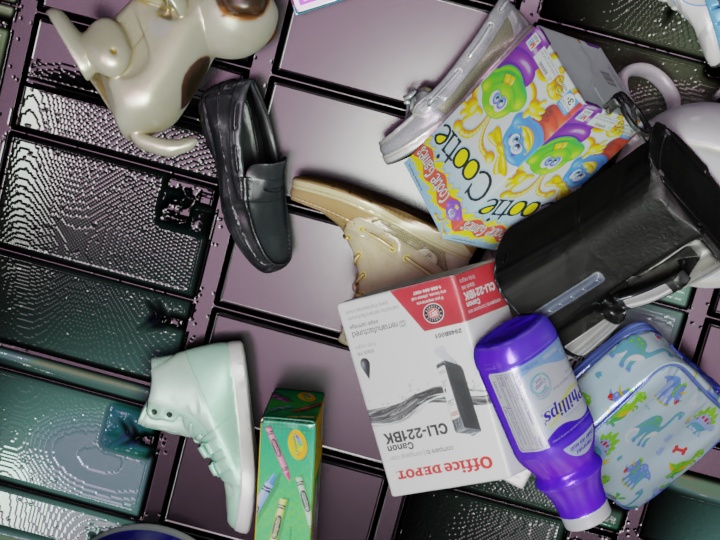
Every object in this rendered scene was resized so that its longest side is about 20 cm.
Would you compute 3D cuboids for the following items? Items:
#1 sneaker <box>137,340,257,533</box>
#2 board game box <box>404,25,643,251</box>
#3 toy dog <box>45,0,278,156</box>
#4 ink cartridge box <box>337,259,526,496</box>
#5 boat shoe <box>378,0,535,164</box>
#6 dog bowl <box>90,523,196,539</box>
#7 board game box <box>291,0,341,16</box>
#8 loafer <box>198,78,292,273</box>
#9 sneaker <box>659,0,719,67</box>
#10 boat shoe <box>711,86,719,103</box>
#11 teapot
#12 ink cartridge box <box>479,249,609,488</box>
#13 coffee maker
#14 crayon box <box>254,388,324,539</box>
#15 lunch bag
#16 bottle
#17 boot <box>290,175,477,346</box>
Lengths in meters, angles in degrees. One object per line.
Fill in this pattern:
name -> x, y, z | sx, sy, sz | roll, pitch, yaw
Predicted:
sneaker -> -0.169, 0.179, 1.747 | 0.118, 0.074, 0.201 | -6, 90, -2
board game box -> 0.156, -0.122, 1.614 | 0.200, 0.103, 0.105 | -45, 55, 30
toy dog -> -0.177, -0.230, 1.637 | 0.200, 0.140, 0.194 | -33, 65, -3
ink cartridge box -> 0.080, 0.106, 1.609 | 0.144, 0.084, 0.200 | -15, 93, 37
boat shoe -> 0.091, -0.185, 1.675 | 0.202, 0.074, 0.065 | -42, 89, 5
dog bowl -> -0.235, 0.377, 1.785 | 0.200, 0.079, 0.200 | 1, 100, 3
board game box -> -0.022, -0.371, 1.661 | 0.153, 0.040, 0.200 | -16, 99, 6
loafer -> -0.107, -0.096, 1.693 | 0.070, 0.068, 0.201 | -10, 99, 41
sneaker -> 0.304, -0.288, 1.650 | 0.087, 0.075, 0.200 | -21, 91, 14
boat shoe -> 0.439, -0.215, 1.647 | 0.200, 0.076, 0.060 | -37, 90, 9
teapot -> 0.343, -0.092, 1.643 | 0.197, 0.146, 0.200 | 9, 128, 22
ink cartridge box -> 0.150, 0.096, 1.711 | 0.145, 0.084, 0.200 | 28, 100, -2
coffee maker -> 0.225, -0.040, 1.558 | 0.200, 0.135, 0.192 | -33, 87, 31
crayon box -> -0.074, 0.235, 1.730 | 0.058, 0.119, 0.200 | 4, 100, 2
lunch bag -> 0.275, 0.145, 1.666 | 0.161, 0.200, 0.082 | -43, 51, 8
bottle -> 0.173, 0.143, 1.540 | 0.065, 0.083, 0.200 | -11, 107, 48
boot -> 0.000, 0.000, 1.712 | 0.200, 0.073, 0.156 | 23, 102, -4
